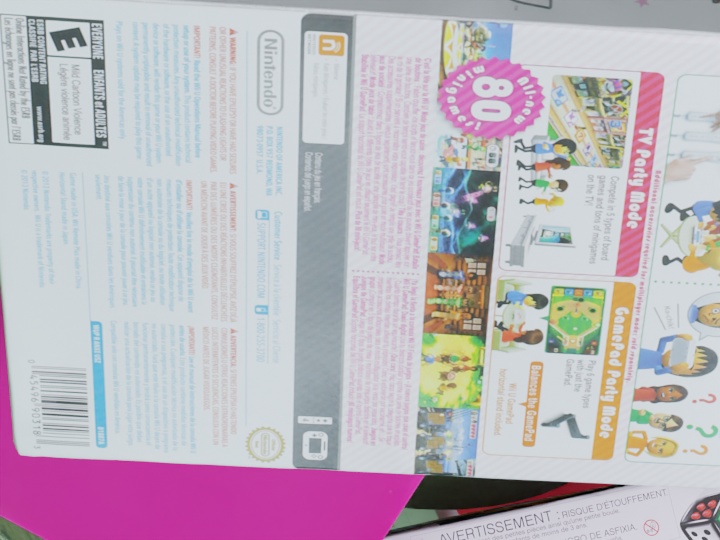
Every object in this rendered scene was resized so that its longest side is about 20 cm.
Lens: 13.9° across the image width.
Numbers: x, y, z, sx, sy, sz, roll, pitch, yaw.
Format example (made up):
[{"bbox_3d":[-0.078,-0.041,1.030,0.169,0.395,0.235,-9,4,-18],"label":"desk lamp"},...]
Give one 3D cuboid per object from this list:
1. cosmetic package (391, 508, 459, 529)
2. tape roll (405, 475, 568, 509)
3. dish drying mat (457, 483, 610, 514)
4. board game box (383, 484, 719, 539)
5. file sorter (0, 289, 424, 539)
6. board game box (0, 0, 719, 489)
[{"bbox_3d":[-0.031,0.049,1.071,0.200,0.082,0.051,63,-170,4],"label":"cosmetic package"},{"bbox_3d":[0.000,0.000,0.953,0.202,0.037,0.203,12,139,11],"label":"tape roll"},{"bbox_3d":[0.080,0.106,1.113,0.077,0.018,0.200,51,156,-8],"label":"dish drying mat"},{"bbox_3d":[0.043,0.091,0.914,0.200,0.126,0.035,149,110,-75],"label":"board game box"},{"bbox_3d":[-0.024,-0.026,0.811,0.139,0.200,0.125,29,-159,-7],"label":"file sorter"},{"bbox_3d":[0.019,-0.023,0.681,0.200,0.064,0.148,4,136,1],"label":"board game box"}]
